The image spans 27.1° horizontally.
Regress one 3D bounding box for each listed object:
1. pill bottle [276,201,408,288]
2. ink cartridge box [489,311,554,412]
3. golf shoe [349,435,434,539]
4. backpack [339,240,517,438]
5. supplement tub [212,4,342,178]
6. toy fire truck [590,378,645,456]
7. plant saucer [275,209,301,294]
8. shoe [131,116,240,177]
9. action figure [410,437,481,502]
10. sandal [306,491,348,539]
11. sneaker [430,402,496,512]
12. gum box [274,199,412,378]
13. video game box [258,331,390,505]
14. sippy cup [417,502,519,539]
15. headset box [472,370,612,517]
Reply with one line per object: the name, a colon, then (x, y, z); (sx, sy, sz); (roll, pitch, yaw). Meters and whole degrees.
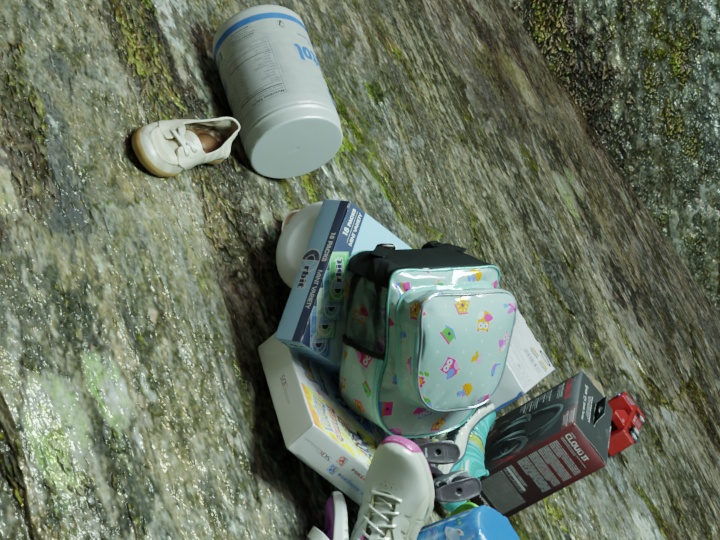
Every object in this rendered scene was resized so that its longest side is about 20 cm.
pill bottle: (0.000, 0.000, 1.805); (0.200, 0.112, 0.113); (27, 37, -48)
ink cartridge box: (0.205, 0.119, 2.179); (0.137, 0.076, 0.200); (59, 25, 4)
golf shoe: (0.026, 0.267, 1.532); (0.075, 0.200, 0.092); (15, 27, 18)
backpack: (0.069, 0.085, 1.625); (0.176, 0.200, 0.153); (-4, 24, -39)
supplement tub: (-0.111, -0.236, 1.959); (0.132, 0.132, 0.200); (23, 39, -52)
toy fire truck: (0.399, 0.228, 2.450); (0.141, 0.049, 0.200); (55, 23, -1)
plant saucer: (-0.043, 0.016, 1.884); (0.200, 0.034, 0.200); (42, 28, -29)
shoe: (-0.204, -0.155, 1.767); (0.070, 0.053, 0.200); (58, 23, 4)
action figure: (0.072, 0.222, 1.725); (0.200, 0.069, 0.130); (165, -89, -76)
sandal: (-0.039, 0.290, 1.506); (0.050, 0.083, 0.203); (5, 26, -3)
sneaker: (0.127, 0.235, 1.896); (0.080, 0.077, 0.200); (57, 33, -11)
gum box: (0.003, 0.039, 1.694); (0.200, 0.044, 0.170); (35, 68, -47)
video game box: (-0.025, 0.174, 1.645); (0.182, 0.047, 0.200); (40, 13, -29)
sippy cup: (0.109, 0.329, 1.650); (0.140, 0.130, 0.178); (29, 36, -46)
headset box: (0.241, 0.227, 1.951); (0.077, 0.200, 0.149); (51, 25, -12)
